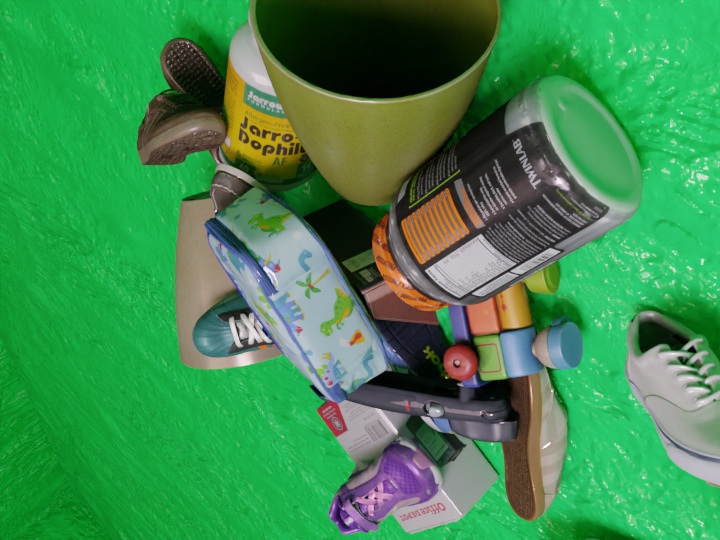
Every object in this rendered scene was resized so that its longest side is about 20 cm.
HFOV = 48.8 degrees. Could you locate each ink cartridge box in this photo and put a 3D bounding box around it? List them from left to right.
[{"bbox_3d":[0.054,0.215,0.994,0.200,0.086,0.148,52,146,3],"label":"ink cartridge box"}]

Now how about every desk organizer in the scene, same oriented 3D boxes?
[{"bbox_3d":[0.000,0.000,0.835,0.200,0.072,0.077,41,153,56],"label":"desk organizer"}]

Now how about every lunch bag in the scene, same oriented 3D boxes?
[{"bbox_3d":[-0.064,0.024,0.770,0.161,0.082,0.200,38,161,55],"label":"lunch bag"}]

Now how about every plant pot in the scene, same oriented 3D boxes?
[{"bbox_3d":[-0.162,-0.002,1.017,0.187,0.187,0.200,5,111,50],"label":"plant pot"},{"bbox_3d":[0.011,-0.149,0.675,0.187,0.187,0.200,42,159,20],"label":"plant pot"}]

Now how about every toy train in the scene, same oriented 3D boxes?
[{"bbox_3d":[0.130,0.003,0.735,0.116,0.085,0.200,-11,89,38],"label":"toy train"}]

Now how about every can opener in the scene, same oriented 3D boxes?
[{"bbox_3d":[0.063,0.132,0.820,0.200,0.063,0.079,6,102,26],"label":"can opener"}]

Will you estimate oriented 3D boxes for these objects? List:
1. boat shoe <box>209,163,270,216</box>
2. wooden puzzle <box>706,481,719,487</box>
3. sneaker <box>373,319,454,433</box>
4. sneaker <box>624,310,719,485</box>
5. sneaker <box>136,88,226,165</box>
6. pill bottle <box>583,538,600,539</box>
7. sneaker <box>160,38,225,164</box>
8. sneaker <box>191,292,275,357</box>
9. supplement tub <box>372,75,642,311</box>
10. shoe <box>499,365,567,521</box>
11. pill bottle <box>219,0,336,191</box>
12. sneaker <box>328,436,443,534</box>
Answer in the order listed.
[{"bbox_3d":[-0.123,-0.044,0.862,0.072,0.060,0.200,27,162,17],"label":"boat shoe"},{"bbox_3d":[0.370,0.137,0.577,0.200,0.037,0.185,24,135,33],"label":"wooden puzzle"},{"bbox_3d":[0.061,0.105,0.902,0.200,0.074,0.082,56,149,1],"label":"sneaker"},{"bbox_3d":[0.243,0.088,0.588,0.200,0.073,0.071,-114,5,-73],"label":"sneaker"},{"bbox_3d":[-0.201,-0.160,0.844,0.200,0.070,0.076,-4,93,59],"label":"sneaker"},{"bbox_3d":[0.270,0.344,0.808,0.200,0.111,0.111,10,126,49],"label":"pill bottle"},{"bbox_3d":[-0.166,-0.184,0.951,0.200,0.070,0.076,61,173,-12],"label":"sneaker"},{"bbox_3d":[-0.094,0.053,0.912,0.080,0.200,0.072,-166,60,-72],"label":"sneaker"},{"bbox_3d":[0.107,-0.050,0.628,0.200,0.123,0.123,-34,90,43],"label":"supplement tub"},{"bbox_3d":[0.179,0.163,0.824,0.070,0.053,0.200,28,129,58],"label":"shoe"},{"bbox_3d":[-0.078,-0.183,0.792,0.113,0.113,0.200,44,145,17],"label":"pill bottle"},{"bbox_3d":[0.021,0.260,0.919,0.081,0.088,0.200,51,144,8],"label":"sneaker"}]
